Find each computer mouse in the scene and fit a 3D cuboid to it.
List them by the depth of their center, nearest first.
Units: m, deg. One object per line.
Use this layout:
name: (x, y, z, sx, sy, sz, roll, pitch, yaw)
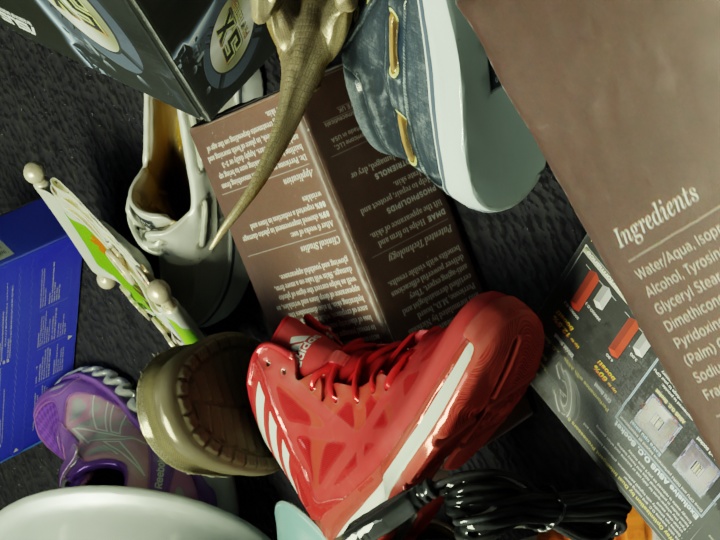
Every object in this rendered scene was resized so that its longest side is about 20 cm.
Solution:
computer mouse: (0.018, 0.148, 0.815, 0.199, 0.140, 0.046, -30, 61, 29)

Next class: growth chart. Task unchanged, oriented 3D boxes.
growth chart: (-0.133, 0.011, 1.080, 0.200, 0.018, 0.145, 39, 164, 46)

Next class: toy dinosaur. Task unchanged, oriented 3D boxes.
toy dinosaur: (-0.022, -0.111, 0.808, 0.058, 0.202, 0.101, 10, 153, 6)

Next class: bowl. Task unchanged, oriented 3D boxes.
bowl: (-0.145, 0.222, 1.128, 0.202, 0.199, 0.091, 122, 158, -51)

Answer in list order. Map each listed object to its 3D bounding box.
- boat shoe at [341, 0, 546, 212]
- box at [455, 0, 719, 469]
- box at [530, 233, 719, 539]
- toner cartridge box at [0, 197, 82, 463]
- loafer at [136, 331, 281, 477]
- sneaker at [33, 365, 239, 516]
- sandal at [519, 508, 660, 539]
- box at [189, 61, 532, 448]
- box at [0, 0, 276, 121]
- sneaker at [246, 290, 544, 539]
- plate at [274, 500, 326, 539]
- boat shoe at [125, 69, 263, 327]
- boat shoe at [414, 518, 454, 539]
boat shoe: (0.030, -0.127, 0.793, 0.091, 0.070, 0.202, 28, 131, 43)
box: (0.171, -0.060, 0.568, 0.201, 0.165, 0.164, 60, 146, 4)
box: (0.165, 0.058, 0.753, 0.200, 0.050, 0.158, 50, 143, 20)
toner cartridge box: (-0.245, 0.049, 1.245, 0.043, 0.095, 0.201, 42, 139, 29)
loafer: (-0.068, 0.074, 0.944, 0.067, 0.200, 0.077, -17, 82, 20)
sneaker: (-0.170, 0.128, 1.204, 0.199, 0.088, 0.081, 22, 130, 45)
sandal: (0.100, 0.166, 0.878, 0.205, 0.080, 0.059, -13, 137, 37)
box: (0.000, 0.000, 0.914, 0.100, 0.075, 0.202, -13, 99, 54)
box: (-0.145, -0.186, 0.918, 0.199, 0.086, 0.164, 28, 158, 40)
sneaker: (0.000, 0.052, 0.823, 0.116, 0.078, 0.201, 47, 137, 16)
plate: (0.002, 0.221, 1.034, 0.201, 0.025, 0.201, 51, 164, 20)
boat shoe: (-0.102, -0.041, 1.021, 0.071, 0.069, 0.201, 42, 140, 28)
boat shoe: (0.085, 0.197, 0.929, 0.202, 0.074, 0.076, 30, 128, 39)
